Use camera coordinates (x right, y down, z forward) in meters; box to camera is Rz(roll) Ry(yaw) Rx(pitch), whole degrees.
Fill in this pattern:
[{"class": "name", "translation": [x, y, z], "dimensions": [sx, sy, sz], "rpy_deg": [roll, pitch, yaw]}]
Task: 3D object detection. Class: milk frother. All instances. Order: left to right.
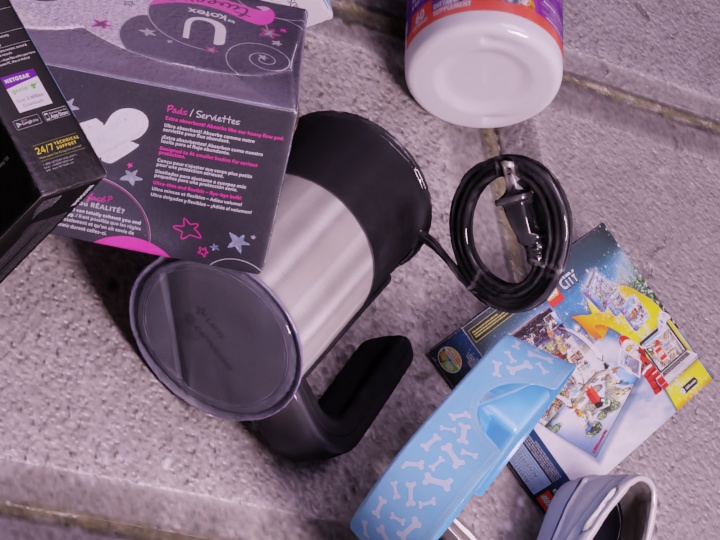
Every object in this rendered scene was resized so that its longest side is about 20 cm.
[{"class": "milk frother", "translation": [0.000, 0.000, 1.689], "dimensions": [0.181, 0.200, 0.188], "rpy_deg": [50, 41, -8]}]

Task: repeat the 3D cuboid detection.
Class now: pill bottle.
[{"class": "pill bottle", "translation": [0.088, -0.210, 1.989], "dimensions": [0.111, 0.111, 0.200], "rpy_deg": [26, 46, -27]}]

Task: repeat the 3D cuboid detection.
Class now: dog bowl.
[{"class": "dog bowl", "translation": [0.060, 0.110, 1.696], "dimensions": [0.050, 0.112, 0.200], "rpy_deg": [38, 42, 8]}]

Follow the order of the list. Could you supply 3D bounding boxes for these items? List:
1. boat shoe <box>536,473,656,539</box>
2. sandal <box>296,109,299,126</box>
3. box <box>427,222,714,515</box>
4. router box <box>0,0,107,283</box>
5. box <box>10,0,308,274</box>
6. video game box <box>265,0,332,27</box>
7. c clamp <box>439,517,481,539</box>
[{"class": "boat shoe", "translation": [0.139, 0.213, 1.743], "dimensions": [0.072, 0.066, 0.200], "rpy_deg": [44, 52, -24]}, {"class": "sandal", "translation": [-0.074, -0.113, 1.785], "dimensions": [0.082, 0.055, 0.200], "rpy_deg": [1, 27, -10]}, {"class": "box", "translation": [0.147, 0.064, 1.901], "dimensions": [0.137, 0.038, 0.200], "rpy_deg": [54, 40, 2]}, {"class": "router box", "translation": [-0.234, -0.061, 1.510], "dimensions": [0.051, 0.200, 0.149], "rpy_deg": [-21, 77, -43]}, {"class": "box", "translation": [-0.138, -0.096, 1.604], "dimensions": [0.200, 0.115, 0.132], "rpy_deg": [12, 33, -5]}, {"class": "video game box", "translation": [-0.083, -0.283, 1.861], "dimensions": [0.182, 0.047, 0.200], "rpy_deg": [51, 20, -65]}, {"class": "c clamp", "translation": [0.014, 0.194, 1.691], "dimensions": [0.171, 0.027, 0.200], "rpy_deg": [51, 40, -3]}]
